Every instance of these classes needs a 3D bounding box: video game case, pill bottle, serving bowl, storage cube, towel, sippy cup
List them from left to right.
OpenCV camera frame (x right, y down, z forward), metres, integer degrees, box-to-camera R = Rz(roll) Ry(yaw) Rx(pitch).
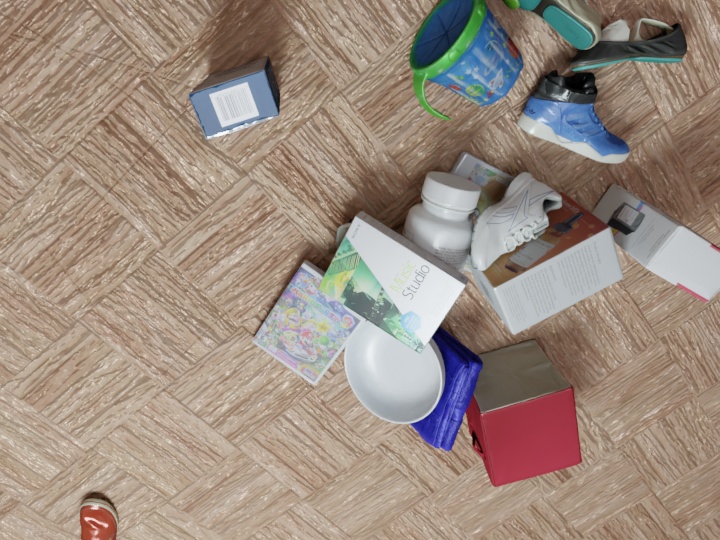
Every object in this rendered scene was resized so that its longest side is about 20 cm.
[{"bbox_3d":[-0.088,0.096,1.010,0.143,0.018,0.200,35,118,-2],"label":"video game case"},{"bbox_3d":[0.069,0.173,1.051,0.199,0.066,0.202,8,106,30],"label":"serving bowl"},{"bbox_3d":[0.139,0.217,1.072,0.049,0.147,0.201,-4,119,-41],"label":"towel"},{"bbox_3d":[0.123,-0.051,0.936,0.113,0.115,0.201,9,114,-12],"label":"pill bottle"},{"bbox_3d":[0.162,-0.314,0.841,0.130,0.140,0.178,28,133,-29],"label":"sippy cup"},{"bbox_3d":[0.216,-0.085,1.008,0.199,0.023,0.183,23,110,-17],"label":"video game case"},{"bbox_3d":[0.300,0.267,1.103,0.199,0.171,0.181,-16,115,0],"label":"storage cube"}]

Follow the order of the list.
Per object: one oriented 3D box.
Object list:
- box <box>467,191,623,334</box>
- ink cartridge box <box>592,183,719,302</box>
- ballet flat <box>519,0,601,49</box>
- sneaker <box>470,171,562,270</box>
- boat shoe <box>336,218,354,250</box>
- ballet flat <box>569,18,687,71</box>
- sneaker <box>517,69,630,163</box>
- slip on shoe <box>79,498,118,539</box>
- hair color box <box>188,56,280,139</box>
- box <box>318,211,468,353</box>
[{"bbox_3d":[0.295,-0.016,0.952,0.199,0.153,0.107,-28,120,3],"label":"box"},{"bbox_3d":[0.500,-0.051,0.964,0.147,0.200,0.086,24,110,-18],"label":"ink cartridge box"},{"bbox_3d":[0.276,-0.405,0.844,0.199,0.070,0.070,36,106,-10],"label":"ballet flat"},{"bbox_3d":[0.244,-0.075,0.909,0.200,0.087,0.075,-49,146,-18],"label":"sneaker"},{"bbox_3d":[0.000,0.000,0.993,0.060,0.075,0.201,-32,142,-37],"label":"boat shoe"},{"bbox_3d":[0.413,-0.352,0.892,0.198,0.068,0.069,-10,107,-15],"label":"ballet flat"},{"bbox_3d":[0.363,-0.250,0.918,0.199,0.077,0.112,18,123,-9],"label":"sneaker"},{"bbox_3d":[-0.539,0.550,1.179,0.073,0.061,0.201,4,113,-8],"label":"slip on shoe"},{"bbox_3d":[-0.163,-0.240,0.783,0.099,0.200,0.061,-17,116,1],"label":"hair color box"},{"bbox_3d":[0.048,0.020,0.904,0.199,0.036,0.145,32,116,7],"label":"box"}]
